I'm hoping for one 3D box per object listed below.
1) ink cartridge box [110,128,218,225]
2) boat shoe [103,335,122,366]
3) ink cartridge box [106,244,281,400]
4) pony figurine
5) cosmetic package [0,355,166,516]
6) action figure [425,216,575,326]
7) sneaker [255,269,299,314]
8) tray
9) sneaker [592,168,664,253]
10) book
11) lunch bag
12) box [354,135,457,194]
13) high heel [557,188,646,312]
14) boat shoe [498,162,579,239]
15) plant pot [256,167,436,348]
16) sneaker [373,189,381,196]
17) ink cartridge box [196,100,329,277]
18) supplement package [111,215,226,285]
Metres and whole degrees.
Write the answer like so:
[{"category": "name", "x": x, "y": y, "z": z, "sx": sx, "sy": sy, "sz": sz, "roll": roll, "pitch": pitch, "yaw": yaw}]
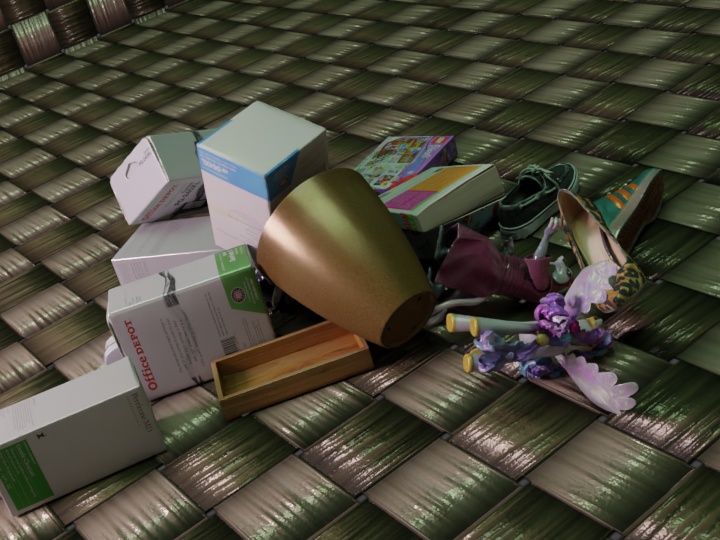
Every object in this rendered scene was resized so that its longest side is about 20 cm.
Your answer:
[{"category": "ink cartridge box", "x": -0.265, "y": -0.149, "z": 1.626, "sx": 0.199, "sy": 0.084, "sz": 0.145, "roll": -14, "pitch": -16, "yaw": -43}, {"category": "boat shoe", "x": -0.270, "y": 0.085, "z": 1.491, "sx": 0.199, "sy": 0.072, "sz": 0.066, "roll": -26, "pitch": 34, "yaw": -2}, {"category": "ink cartridge box", "x": -0.224, "y": 0.070, "z": 1.408, "sx": 0.199, "sy": 0.147, "sz": 0.084, "roll": -18, "pitch": 28, "yaw": -5}, {"category": "pony figurine", "x": 0.215, "y": 0.074, "z": 1.179, "sx": 0.199, "sy": 0.168, "sz": 0.193, "roll": -3, "pitch": 0, "yaw": -10}, {"category": "cosmetic package", "x": -0.353, "y": 0.201, "z": 1.284, "sx": 0.199, "sy": 0.108, "sz": 0.085, "roll": -23, "pitch": 29, "yaw": -10}, {"category": "action figure", "x": 0.189, "y": 0.008, "z": 1.355, "sx": 0.199, "sy": 0.134, "sz": 0.150, "roll": 13, "pitch": 73, "yaw": -1}, {"category": "sneaker", "x": -0.074, "y": 0.018, "z": 1.503, "sx": 0.198, "sy": 0.080, "sz": 0.130, "roll": 15, "pitch": 54, "yaw": 16}, {"category": "tray", "x": -0.090, "y": 0.123, "z": 1.362, "sx": 0.199, "sy": 0.037, "sz": 0.099, "roll": -20, "pitch": 29, "yaw": -5}, {"category": "sneaker", "x": 0.361, "y": -0.086, "z": 1.465, "sx": 0.080, "sy": 0.072, "sz": 0.200, "roll": 12, "pitch": 41, "yaw": 35}, {"category": "book", "x": 0.092, "y": -0.101, "z": 1.452, "sx": 0.133, "sy": 0.048, "sz": 0.200, "roll": -28, "pitch": 16, "yaw": -17}, {"category": "lunch bag", "x": 0.110, "y": -0.085, "z": 1.579, "sx": 0.200, "sy": 0.076, "sz": 0.160, "roll": -33, "pitch": 23, "yaw": -32}, {"category": "box", "x": 0.064, "y": -0.171, "z": 1.801, "sx": 0.136, "sy": 0.039, "sz": 0.200, "roll": 4, "pitch": 34, "yaw": 33}, {"category": "high heel", "x": 0.284, "y": -0.027, "z": 1.290, "sx": 0.071, "sy": 0.143, "sz": 0.200, "roll": -38, "pitch": 5, "yaw": 19}, {"category": "boat shoe", "x": 0.267, "y": -0.125, "z": 1.583, "sx": 0.073, "sy": 0.068, "sz": 0.199, "roll": 14, "pitch": 40, "yaw": 42}, {"category": "plant pot", "x": 0.000, "y": 0.000, "z": 1.346, "sx": 0.186, "sy": 0.187, "sz": 0.200, "roll": -31, "pitch": 57, "yaw": -26}, {"category": "sneaker", "x": -0.050, "y": -0.094, "z": 1.602, "sx": 0.200, "sy": 0.098, "sz": 0.071, "roll": -20, "pitch": 16, "yaw": 46}, {"category": "ink cartridge box", "x": -0.126, "y": -0.102, "z": 1.434, "sx": 0.125, "sy": 0.201, "sz": 0.129, "roll": 26, "pitch": 50, "yaw": 27}, {"category": "supplement package", "x": -0.250, "y": -0.005, "z": 1.584, "sx": 0.199, "sy": 0.118, "sz": 0.117, "roll": -5, "pitch": 29, "yaw": 20}]
